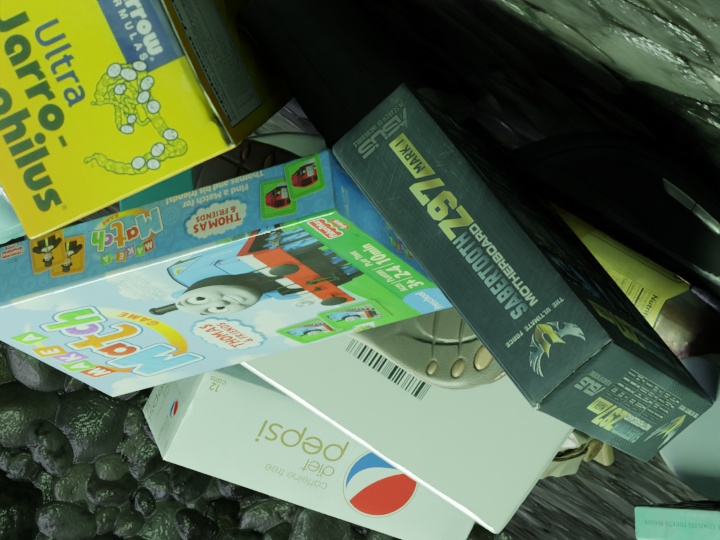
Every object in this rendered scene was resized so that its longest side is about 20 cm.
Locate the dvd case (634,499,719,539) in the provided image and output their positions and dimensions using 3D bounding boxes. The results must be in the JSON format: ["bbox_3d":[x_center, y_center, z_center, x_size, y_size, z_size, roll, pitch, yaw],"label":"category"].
[{"bbox_3d":[0.258,0.122,1.350,0.200,0.022,0.146,-2,179,-30],"label":"dvd case"}]

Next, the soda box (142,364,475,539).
[{"bbox_3d":[-0.022,0.100,1.603,0.200,0.064,0.068,20,-164,-22],"label":"soda box"}]

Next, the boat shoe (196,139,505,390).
[{"bbox_3d":[0.000,0.000,1.419,0.200,0.076,0.072,37,-170,19],"label":"boat shoe"}]

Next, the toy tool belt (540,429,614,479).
[{"bbox_3d":[0.083,0.058,1.796,0.200,0.125,0.123,32,164,16],"label":"toy tool belt"}]

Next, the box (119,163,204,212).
[{"bbox_3d":[-0.111,-0.061,1.634,0.082,0.049,0.200,63,-165,-51],"label":"box"}]

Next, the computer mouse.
[{"bbox_3d":[0.160,-0.018,1.311,0.200,0.046,0.140,30,178,-4],"label":"computer mouse"}]

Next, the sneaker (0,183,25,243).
[{"bbox_3d":[-0.181,-0.053,1.425,0.074,0.082,0.200,67,-168,2],"label":"sneaker"}]

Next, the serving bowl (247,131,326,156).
[{"bbox_3d":[-0.039,0.015,1.708,0.200,0.200,0.066,34,150,2],"label":"serving bowl"}]

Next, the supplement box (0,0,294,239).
[{"bbox_3d":[-0.115,-0.099,1.333,0.109,0.109,0.200,64,-169,-6],"label":"supplement box"}]

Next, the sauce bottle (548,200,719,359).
[{"bbox_3d":[0.164,0.020,1.429,0.200,0.066,0.066,30,171,21],"label":"sauce bottle"}]

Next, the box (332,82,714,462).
[{"bbox_3d":[0.080,0.006,1.277,0.158,0.051,0.200,51,-171,21],"label":"box"}]

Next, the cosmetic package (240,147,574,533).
[{"bbox_3d":[0.035,0.024,1.561,0.199,0.123,0.200,34,-165,0],"label":"cosmetic package"}]

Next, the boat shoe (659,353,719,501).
[{"bbox_3d":[0.227,0.075,1.329,0.086,0.075,0.202,-2,-179,-30],"label":"boat shoe"}]

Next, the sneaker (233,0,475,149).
[{"bbox_3d":[-0.002,-0.104,1.401,0.106,0.075,0.200,52,-179,4],"label":"sneaker"}]

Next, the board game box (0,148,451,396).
[{"bbox_3d":[-0.071,0.005,1.325,0.200,0.037,0.151,-15,158,21],"label":"board game box"}]
